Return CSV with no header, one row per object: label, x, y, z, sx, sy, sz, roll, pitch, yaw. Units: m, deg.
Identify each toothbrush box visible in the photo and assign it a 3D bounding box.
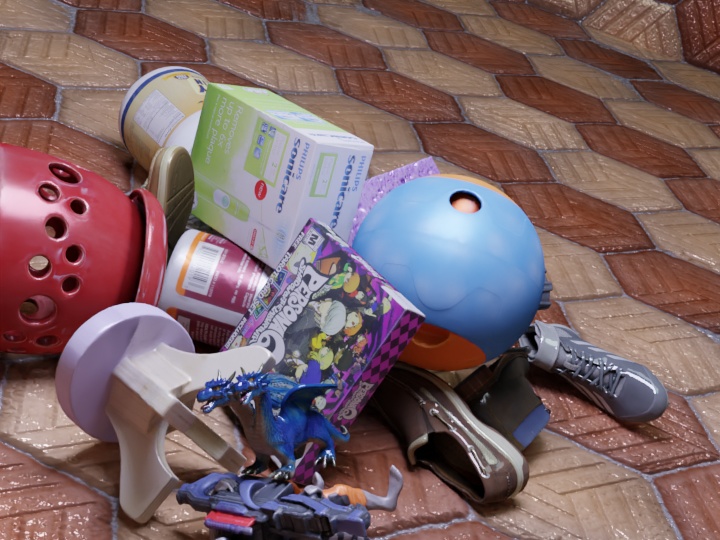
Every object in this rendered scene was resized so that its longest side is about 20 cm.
toothbrush box,-0.094,-0.100,1.493,0.086,0.146,0.200,0,24,-44

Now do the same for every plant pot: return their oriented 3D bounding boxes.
plant pot,-0.295,-0.012,1.379,0.182,0.201,0.200,10,25,-23

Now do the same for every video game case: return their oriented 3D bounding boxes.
video game case,-0.049,0.075,1.356,0.036,0.200,0.181,26,13,-45

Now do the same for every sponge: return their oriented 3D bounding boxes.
sponge,0.038,-0.055,1.585,0.200,0.030,0.112,-23,84,-44

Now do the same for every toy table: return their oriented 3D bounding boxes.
toy table,-0.172,0.117,1.234,0.117,0.184,0.200,36,2,25

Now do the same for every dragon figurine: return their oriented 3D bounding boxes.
dragon figurine,-0.057,0.120,1.200,0.059,0.100,0.200,3,6,38

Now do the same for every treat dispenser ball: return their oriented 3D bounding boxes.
treat dispenser ball,0.087,0.002,1.426,0.200,0.201,0.201,14,25,-7

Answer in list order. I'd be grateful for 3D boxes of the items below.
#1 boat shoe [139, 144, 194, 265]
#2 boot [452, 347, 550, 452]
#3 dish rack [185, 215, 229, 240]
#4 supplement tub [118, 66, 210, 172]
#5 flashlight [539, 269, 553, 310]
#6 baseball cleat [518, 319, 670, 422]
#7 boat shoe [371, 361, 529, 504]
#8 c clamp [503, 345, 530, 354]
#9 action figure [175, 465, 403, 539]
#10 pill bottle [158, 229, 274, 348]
boat shoe,-0.223,-0.051,1.503,0.063,0.201,0.073,21,42,12
boot,0.161,0.147,1.519,0.097,0.075,0.200,50,23,11
dish rack,-0.130,-0.060,1.634,0.171,0.044,0.200,17,29,23
supplement tub,-0.212,-0.163,1.806,0.144,0.145,0.200,-3,31,-36
flashlight,0.129,0.029,1.625,0.200,0.068,0.068,-1,9,-25
baseball cleat,0.255,0.116,1.602,0.106,0.070,0.200,12,11,-43
boat shoe,0.073,0.161,1.400,0.202,0.075,0.075,33,35,31
c clamp,0.114,0.079,1.577,0.171,0.027,0.200,-1,8,12
action figure,-0.047,0.221,1.171,0.200,0.105,0.193,6,17,44
pill bottle,-0.107,0.037,1.493,0.200,0.114,0.114,18,25,2
